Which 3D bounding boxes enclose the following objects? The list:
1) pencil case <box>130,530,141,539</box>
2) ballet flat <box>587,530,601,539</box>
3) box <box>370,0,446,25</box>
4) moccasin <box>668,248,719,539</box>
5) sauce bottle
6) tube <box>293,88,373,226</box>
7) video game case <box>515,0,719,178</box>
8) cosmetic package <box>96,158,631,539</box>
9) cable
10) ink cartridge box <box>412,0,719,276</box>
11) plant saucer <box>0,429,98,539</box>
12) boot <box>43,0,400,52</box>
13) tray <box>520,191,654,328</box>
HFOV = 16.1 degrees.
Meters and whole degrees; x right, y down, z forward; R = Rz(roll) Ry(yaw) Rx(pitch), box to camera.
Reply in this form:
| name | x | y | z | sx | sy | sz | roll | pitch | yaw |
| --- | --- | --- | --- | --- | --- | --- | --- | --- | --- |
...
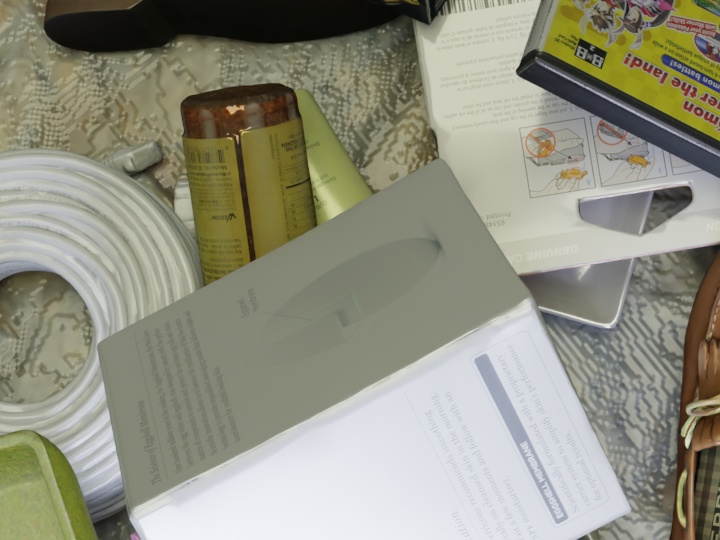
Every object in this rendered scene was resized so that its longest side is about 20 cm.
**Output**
| name | x | y | z | sx | sy | sz | roll | pitch | yaw |
| --- | --- | --- | --- | --- | --- | --- | --- | --- | --- |
| pencil case | -0.060 | 0.221 | 1.285 | 0.087 | 0.087 | 0.200 | -42 | 79 | -4 |
| ballet flat | 0.097 | 0.166 | 1.285 | 0.067 | 0.067 | 0.201 | -21 | 73 | 28 |
| box | 0.015 | -0.241 | 1.351 | 0.158 | 0.046 | 0.200 | 25 | 65 | 18 |
| moccasin | 0.190 | 0.081 | 1.269 | 0.073 | 0.078 | 0.202 | 14 | 93 | -5 |
| sauce bottle | -0.051 | 0.006 | 1.311 | 0.066 | 0.066 | 0.201 | -5 | 102 | 5 |
| tube | 0.000 | 0.000 | 1.341 | 0.052 | 0.058 | 0.201 | -24 | 79 | -29 |
| video game case | 0.191 | -0.135 | 1.278 | 0.199 | 0.025 | 0.182 | 25 | 67 | -14 |
| cosmetic package | -0.005 | 0.072 | 1.195 | 0.199 | 0.199 | 0.123 | -27 | 113 | 1 |
| cable | -0.171 | 0.036 | 1.340 | 0.199 | 0.069 | 0.201 | -14 | 78 | 3 |
| ink cartridge box | 0.134 | -0.088 | 1.325 | 0.199 | 0.045 | 0.177 | -9 | 78 | 4 |
| plant saucer | -0.184 | 0.185 | 1.272 | 0.199 | 0.048 | 0.201 | -16 | 94 | 37 |
| boot | -0.072 | -0.165 | 1.374 | 0.199 | 0.074 | 0.076 | 0 | 69 | 8 |
| tray | 0.111 | -0.075 | 1.359 | 0.107 | 0.022 | 0.201 | 15 | 81 | 9 |
